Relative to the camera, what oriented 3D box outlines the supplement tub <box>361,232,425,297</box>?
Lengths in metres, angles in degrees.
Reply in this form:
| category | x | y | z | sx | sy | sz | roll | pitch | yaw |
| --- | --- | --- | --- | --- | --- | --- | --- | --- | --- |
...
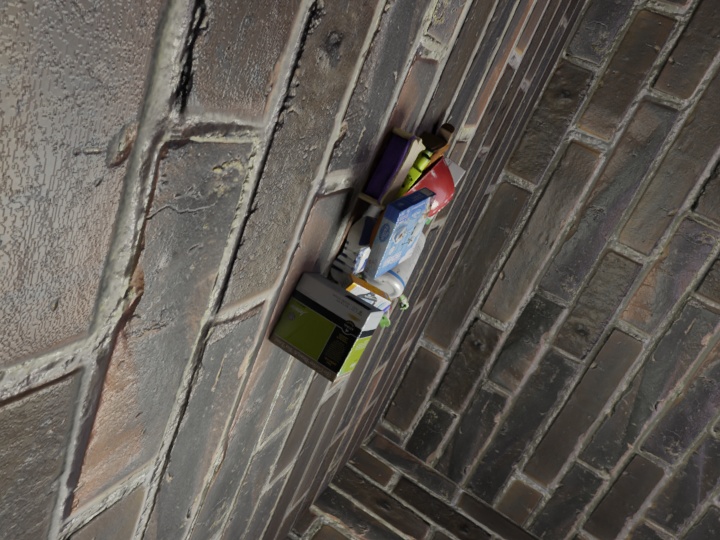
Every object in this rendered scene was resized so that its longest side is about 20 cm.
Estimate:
| category | x | y | z | sx | sy | sz | roll | pitch | yaw |
| --- | --- | --- | --- | --- | --- | --- | --- | --- | --- |
| supplement tub | 0.098 | -0.033 | 1.649 | 0.132 | 0.132 | 0.200 | 88 | 26 | -62 |

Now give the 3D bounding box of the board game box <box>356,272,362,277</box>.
| category | x | y | z | sx | sy | sz | roll | pitch | yaw |
| --- | --- | --- | --- | --- | --- | --- | --- | --- | --- |
| board game box | 0.000 | 0.000 | 1.708 | 0.136 | 0.034 | 0.200 | -55 | 164 | -21 |

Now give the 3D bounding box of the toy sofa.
| category | x | y | z | sx | sy | sz | roll | pitch | yaw |
| --- | --- | --- | --- | --- | --- | --- | --- | --- | --- |
| toy sofa | 0.076 | -0.257 | 1.412 | 0.200 | 0.083 | 0.098 | -62 | 160 | 6 |

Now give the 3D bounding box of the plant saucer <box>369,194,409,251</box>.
| category | x | y | z | sx | sy | sz | roll | pitch | yaw |
| --- | --- | --- | --- | --- | --- | --- | --- | --- | --- |
| plant saucer | 0.084 | -0.113 | 1.460 | 0.200 | 0.037 | 0.200 | -48 | 159 | -25 |

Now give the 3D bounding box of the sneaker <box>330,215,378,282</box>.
| category | x | y | z | sx | sy | sz | roll | pitch | yaw |
| --- | --- | --- | --- | --- | --- | --- | --- | --- | --- |
| sneaker | -0.003 | -0.058 | 1.543 | 0.200 | 0.080 | 0.115 | -56 | 169 | 9 |

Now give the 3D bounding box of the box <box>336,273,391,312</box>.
| category | x | y | z | sx | sy | sz | roll | pitch | yaw |
| --- | --- | --- | --- | --- | --- | --- | --- | --- | --- |
| box | -0.006 | 0.087 | 1.550 | 0.119 | 0.042 | 0.200 | -39 | 142 | 19 |

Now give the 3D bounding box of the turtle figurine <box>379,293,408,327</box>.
| category | x | y | z | sx | sy | sz | roll | pitch | yaw |
| --- | --- | --- | --- | --- | --- | --- | --- | --- | --- |
| turtle figurine | 0.068 | 0.109 | 1.745 | 0.200 | 0.144 | 0.194 | -52 | -174 | 41 |

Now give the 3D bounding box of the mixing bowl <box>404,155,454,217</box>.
| category | x | y | z | sx | sy | sz | roll | pitch | yaw |
| --- | --- | --- | --- | --- | --- | --- | --- | --- | --- |
| mixing bowl | 0.200 | -0.226 | 1.620 | 0.200 | 0.108 | 0.200 | -44 | -174 | 6 |

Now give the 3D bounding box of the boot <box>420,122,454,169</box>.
| category | x | y | z | sx | sy | sz | roll | pitch | yaw |
| --- | --- | --- | --- | --- | --- | --- | --- | --- | --- |
| boot | 0.215 | -0.350 | 1.711 | 0.200 | 0.074 | 0.155 | -39 | 161 | -41 |

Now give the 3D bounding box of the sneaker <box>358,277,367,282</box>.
| category | x | y | z | sx | sy | sz | roll | pitch | yaw |
| --- | --- | --- | --- | --- | --- | --- | --- | --- | --- |
| sneaker | -0.051 | 0.109 | 1.622 | 0.108 | 0.067 | 0.201 | -40 | 172 | -48 |

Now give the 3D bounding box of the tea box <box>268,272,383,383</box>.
| category | x | y | z | sx | sy | sz | roll | pitch | yaw |
| --- | --- | --- | --- | --- | --- | --- | --- | --- | --- |
| tea box | -0.083 | 0.139 | 1.389 | 0.197 | 0.200 | 0.134 | -61 | 164 | 5 |

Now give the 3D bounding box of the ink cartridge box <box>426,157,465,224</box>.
| category | x | y | z | sx | sy | sz | roll | pitch | yaw |
| --- | --- | --- | --- | --- | --- | --- | --- | --- | --- |
| ink cartridge box | 0.256 | -0.265 | 1.879 | 0.146 | 0.084 | 0.200 | -54 | 177 | -20 |

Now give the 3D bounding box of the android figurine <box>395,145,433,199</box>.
| category | x | y | z | sx | sy | sz | roll | pitch | yaw |
| --- | --- | --- | --- | --- | --- | --- | --- | --- | --- |
| android figurine | 0.123 | -0.254 | 1.543 | 0.200 | 0.041 | 0.182 | -47 | -169 | 32 |

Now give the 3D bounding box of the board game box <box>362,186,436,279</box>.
| category | x | y | z | sx | sy | sz | roll | pitch | yaw |
| --- | --- | --- | --- | --- | --- | --- | --- | --- | --- |
| board game box | 0.100 | -0.096 | 1.406 | 0.200 | 0.043 | 0.199 | -31 | 149 | -52 |
